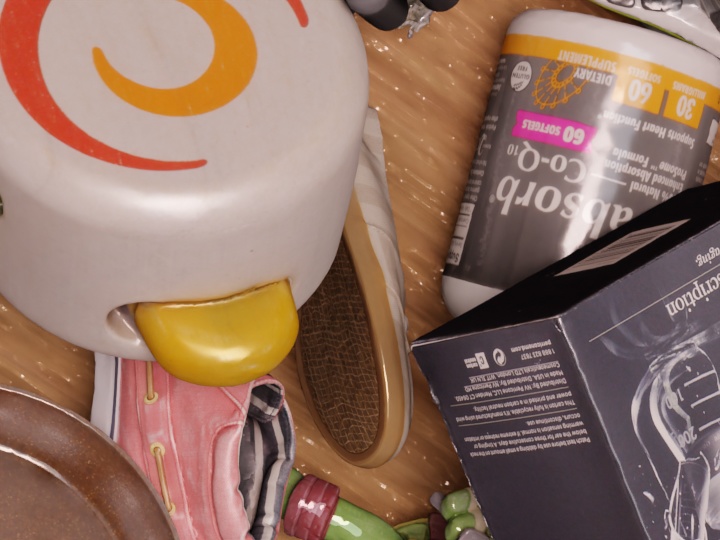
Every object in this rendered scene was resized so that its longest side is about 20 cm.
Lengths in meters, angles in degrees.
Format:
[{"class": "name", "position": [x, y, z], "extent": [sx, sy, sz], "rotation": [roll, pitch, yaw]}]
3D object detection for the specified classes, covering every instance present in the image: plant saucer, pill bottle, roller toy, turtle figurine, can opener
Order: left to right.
[{"class": "plant saucer", "position": [-0.173, 0.144, 1.021], "extent": [0.199, 0.035, 0.201], "rotation": [10, 59, -16]}, {"class": "roller toy", "position": [-0.089, -0.058, 1.053], "extent": [0.199, 0.140, 0.183], "rotation": [28, 57, 11]}, {"class": "turtle figurine", "position": [0.007, 0.164, 1.122], "extent": [0.193, 0.144, 0.201], "rotation": [17, 47, 5]}, {"class": "can opener", "position": [0.017, -0.144, 1.100], "extent": [0.052, 0.200, 0.067], "rotation": [-21, 94, 7]}, {"class": "pill bottle", "position": [0.105, -0.020, 1.160], "extent": [0.116, 0.116, 0.201], "rotation": [14, 89, -12]}]

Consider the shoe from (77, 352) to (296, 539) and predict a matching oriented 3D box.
[{"class": "shoe", "position": [-0.077, 0.042, 1.113], "extent": [0.090, 0.071, 0.201], "rotation": [-5, 70, 24]}]

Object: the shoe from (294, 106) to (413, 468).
[{"class": "shoe", "position": [0.000, 0.000, 1.140], "extent": [0.053, 0.070, 0.201], "rotation": [5, 62, -35]}]

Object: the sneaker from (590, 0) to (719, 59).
[{"class": "sneaker", "position": [0.163, -0.142, 1.191], "extent": [0.199, 0.081, 0.074], "rotation": [33, 84, 8]}]

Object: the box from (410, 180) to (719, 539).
[{"class": "box", "position": [0.152, 0.071, 1.038], "extent": [0.199, 0.104, 0.183], "rotation": [-28, 99, -37]}]

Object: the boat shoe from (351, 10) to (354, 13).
[{"class": "boat shoe", "position": [-0.018, -0.217, 1.153], "extent": [0.066, 0.074, 0.201], "rotation": [-1, 89, -47]}]
